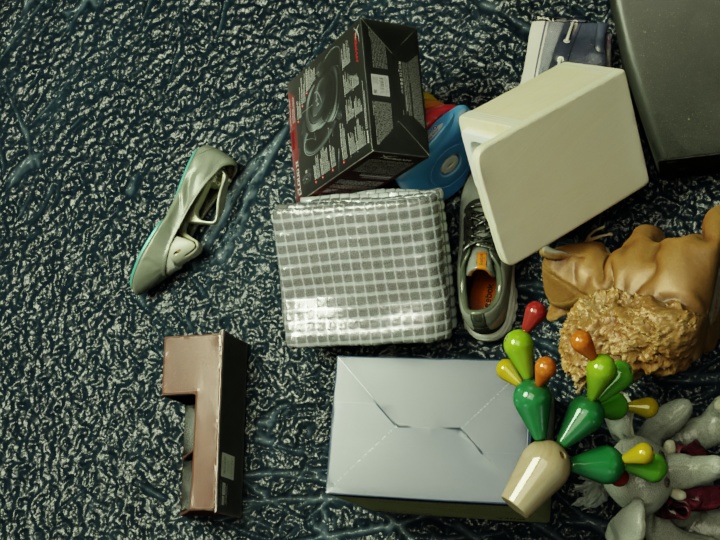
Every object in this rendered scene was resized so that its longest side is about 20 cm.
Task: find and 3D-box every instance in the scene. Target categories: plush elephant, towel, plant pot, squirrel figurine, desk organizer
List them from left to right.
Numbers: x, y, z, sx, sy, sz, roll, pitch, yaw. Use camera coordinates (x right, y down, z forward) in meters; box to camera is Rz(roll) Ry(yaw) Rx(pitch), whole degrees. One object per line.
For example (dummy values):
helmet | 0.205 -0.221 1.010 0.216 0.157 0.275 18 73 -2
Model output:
desk organizer | -0.179 0.176 1.356 0.076 0.072 0.203 -5 73 17
towel | 0.000 0.000 1.307 0.197 0.086 0.168 -5 104 14
squirrel figurine | 0.263 0.028 1.210 0.185 0.143 0.201 10 43 26
plush elephant | 0.297 0.201 1.161 0.197 0.155 0.167 -8 72 13
plant pot | 0.371 -0.197 1.244 0.197 0.199 0.180 -6 85 14

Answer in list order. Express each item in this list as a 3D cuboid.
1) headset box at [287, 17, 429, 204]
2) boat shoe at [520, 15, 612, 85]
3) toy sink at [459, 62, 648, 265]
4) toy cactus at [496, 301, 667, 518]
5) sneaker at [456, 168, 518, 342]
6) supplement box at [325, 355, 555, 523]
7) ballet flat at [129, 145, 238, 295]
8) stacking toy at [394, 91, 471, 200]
headset box | -0.011 -0.164 1.321 0.076 0.200 0.151 3 73 -28
boat shoe | 0.229 -0.193 1.336 0.092 0.075 0.203 4 76 23
toy sink | 0.181 -0.114 1.240 0.199 0.132 0.112 -30 26 -21
toy cactus | 0.180 0.141 1.066 0.200 0.102 0.165 45 77 -21
sneaker | 0.141 -0.027 1.314 0.073 0.079 0.203 -4 73 17
supplement box | 0.089 0.174 1.206 0.197 0.200 0.136 1 74 16
ballet flat | -0.208 -0.054 1.432 0.063 0.067 0.202 24 83 14
stacking toy | 0.045 -0.179 1.384 0.116 0.110 0.200 -44 57 4
